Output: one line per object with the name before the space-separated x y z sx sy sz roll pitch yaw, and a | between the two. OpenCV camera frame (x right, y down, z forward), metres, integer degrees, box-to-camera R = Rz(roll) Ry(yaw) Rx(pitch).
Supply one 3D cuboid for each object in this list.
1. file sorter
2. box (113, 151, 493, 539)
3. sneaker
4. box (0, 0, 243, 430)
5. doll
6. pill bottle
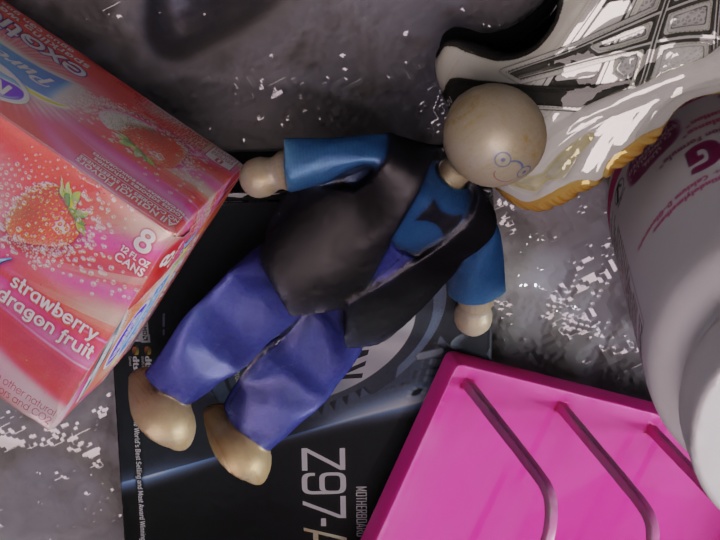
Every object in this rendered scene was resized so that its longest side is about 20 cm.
file sorter | 0.114 0.142 0.993 0.200 0.125 0.139 15 110 -25
box | -0.024 0.047 1.020 0.160 0.044 0.200 0 117 -1
sneaker | 0.119 -0.109 0.927 0.200 0.076 0.088 -35 102 9
box | -0.160 -0.046 0.914 0.200 0.095 0.103 35 112 1
doll | 0.000 0.000 0.938 0.136 0.048 0.200 27 118 -32
pill bottle | 0.160 0.012 0.918 0.113 0.200 0.113 -1 117 -1
